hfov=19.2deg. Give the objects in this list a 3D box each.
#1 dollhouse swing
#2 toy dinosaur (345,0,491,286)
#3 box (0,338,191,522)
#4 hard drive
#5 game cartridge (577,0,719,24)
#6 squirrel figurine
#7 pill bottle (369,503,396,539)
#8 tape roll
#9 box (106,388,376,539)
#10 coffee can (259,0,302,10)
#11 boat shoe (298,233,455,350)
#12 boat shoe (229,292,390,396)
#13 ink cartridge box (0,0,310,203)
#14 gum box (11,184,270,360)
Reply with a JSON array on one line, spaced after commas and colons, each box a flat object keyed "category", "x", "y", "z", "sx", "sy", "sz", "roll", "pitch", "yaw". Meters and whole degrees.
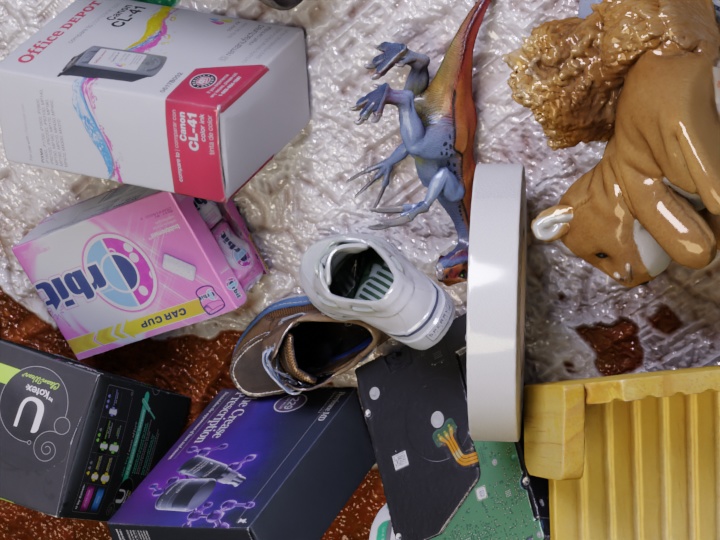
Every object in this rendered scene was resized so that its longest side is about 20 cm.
[{"category": "dollhouse swing", "x": 0.229, "y": 0.159, "z": 1.514, "sx": 0.198, "sy": 0.182, "sz": 0.178, "roll": -4, "pitch": 88, "yaw": -8}, {"category": "toy dinosaur", "x": 0.063, "y": -0.077, "z": 1.573, "sx": 0.199, "sy": 0.106, "sz": 0.182, "roll": -27, "pitch": 126, "yaw": 26}, {"category": "box", "x": -0.257, "y": 0.136, "z": 1.796, "sx": 0.147, "sy": 0.200, "sz": 0.125, "roll": 15, "pitch": 87, "yaw": 20}, {"category": "hard drive", "x": 0.077, "y": 0.146, "z": 1.660, "sx": 0.139, "sy": 0.038, "sz": 0.202, "roll": -29, "pitch": 65, "yaw": 33}, {"category": "game cartridge", "x": 0.221, "y": -0.199, "z": 1.432, "sx": 0.132, "sy": 0.042, "sz": 0.201, "roll": 25, "pitch": 129, "yaw": 8}, {"category": "squirrel figurine", "x": 0.188, "y": -0.089, "z": 1.426, "sx": 0.201, "sy": 0.141, "sz": 0.187, "roll": 55, "pitch": 141, "yaw": 5}, {"category": "pill bottle", "x": 0.113, "y": 0.221, "z": 1.716, "sx": 0.199, "sy": 0.113, "sz": 0.114, "roll": -18, "pitch": 110, "yaw": 37}, {"category": "tape roll", "x": 0.100, "y": 0.023, "z": 1.538, "sx": 0.037, "sy": 0.203, "sz": 0.204, "roll": 1, "pitch": 122, "yaw": 7}, {"category": "box", "x": -0.094, "y": 0.181, "z": 1.750, "sx": 0.140, "sy": 0.200, "sz": 0.079, "roll": 0, "pitch": 120, "yaw": 28}, {"category": "coffee can", "x": -0.123, "y": -0.281, "z": 1.499, "sx": 0.198, "sy": 0.146, "sz": 0.147, "roll": 19, "pitch": 128, "yaw": 18}, {"category": "boat shoe", "x": 0.000, "y": 0.000, "z": 1.616, "sx": 0.067, "sy": 0.074, "sz": 0.199, "roll": 39, "pitch": 170, "yaw": -31}, {"category": "boat shoe", "x": -0.046, "y": 0.059, "z": 1.727, "sx": 0.199, "sy": 0.072, "sz": 0.072, "roll": -32, "pitch": 102, "yaw": 40}, {"category": "ink cartridge box", "x": -0.157, "y": -0.134, "z": 1.615, "sx": 0.198, "sy": 0.148, "sz": 0.086, "roll": 13, "pitch": 125, "yaw": 21}, {"category": "gum box", "x": -0.178, "y": -0.010, "z": 1.760, "sx": 0.199, "sy": 0.066, "sz": 0.114, "roll": -18, "pitch": 109, "yaw": 36}]
